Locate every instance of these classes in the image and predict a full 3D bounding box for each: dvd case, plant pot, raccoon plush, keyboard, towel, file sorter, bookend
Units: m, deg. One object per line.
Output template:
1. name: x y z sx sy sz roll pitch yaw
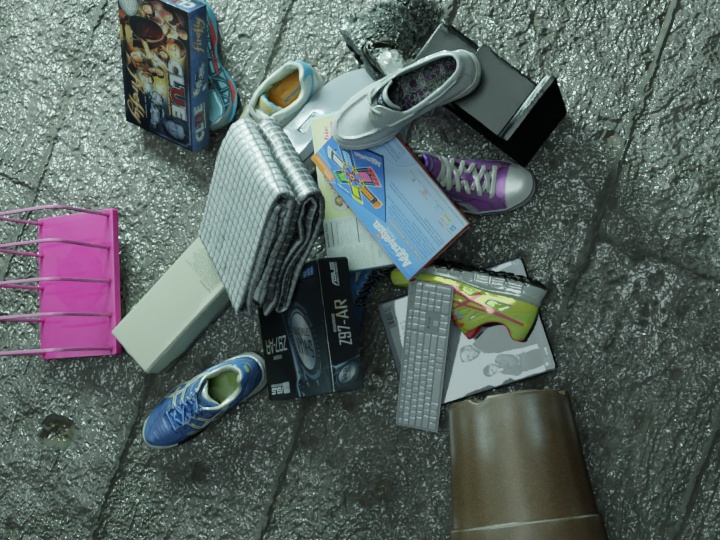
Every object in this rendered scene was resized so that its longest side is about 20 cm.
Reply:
1. dvd case: 0.136 0.085 1.366 0.198 0.025 0.152 -19 81 12
2. plant pot: 0.188 0.252 1.263 0.198 0.200 0.200 -11 76 12
3. raccoon plush: 0.063 -0.300 1.343 0.134 0.097 0.200 -37 38 0
4. keyboard: 0.080 0.109 1.326 0.056 0.011 0.202 12 112 18
5. towel: -0.119 -0.063 1.301 0.166 0.085 0.201 57 140 40
6. file sorter: -0.421 0.017 1.440 0.138 0.125 0.202 -5 84 27
7. bookend: 0.143 -0.234 1.300 0.200 0.199 0.092 40 97 14

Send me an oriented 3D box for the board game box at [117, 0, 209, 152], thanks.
1. board game box: -0.262 -0.273 1.412 0.135 0.035 0.201 26 130 28

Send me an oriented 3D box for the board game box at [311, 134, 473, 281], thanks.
1. board game box: 0.035 -0.096 1.269 0.103 0.019 0.200 -43 74 17

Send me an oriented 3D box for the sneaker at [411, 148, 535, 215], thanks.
1. sneaker: 0.119 -0.114 1.341 0.199 0.114 0.073 3 85 12

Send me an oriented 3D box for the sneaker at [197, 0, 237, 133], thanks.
1. sneaker: -0.231 -0.285 1.447 0.079 0.095 0.202 -19 81 12

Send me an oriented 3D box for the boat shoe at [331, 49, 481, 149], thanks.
1. boat shoe: 0.042 -0.196 1.216 0.199 0.068 0.073 -17 83 28

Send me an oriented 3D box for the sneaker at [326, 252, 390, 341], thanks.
1. sneaker: 0.000 0.000 1.378 0.088 0.079 0.202 5 86 16

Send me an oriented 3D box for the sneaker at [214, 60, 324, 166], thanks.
1. sneaker: -0.133 -0.200 1.425 0.076 0.081 0.201 39 96 12

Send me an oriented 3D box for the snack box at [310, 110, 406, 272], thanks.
1. snack box: 0.006 -0.102 1.315 0.115 0.037 0.202 -8 87 26

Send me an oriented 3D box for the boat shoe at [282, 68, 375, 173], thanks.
1. boat shoe: -0.041 -0.186 1.409 0.071 0.070 0.200 31 68 32

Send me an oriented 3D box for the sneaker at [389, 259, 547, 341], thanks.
1. sneaker: 0.127 0.039 1.322 0.198 0.078 0.091 13 99 19

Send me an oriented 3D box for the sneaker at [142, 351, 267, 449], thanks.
1. sneaker: -0.217 0.172 1.417 0.199 0.077 0.076 -37 80 10

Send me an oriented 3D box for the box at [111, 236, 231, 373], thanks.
1. box: -0.236 0.042 1.436 0.200 0.068 0.082 -45 76 7

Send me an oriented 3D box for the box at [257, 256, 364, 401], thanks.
1. box: -0.068 0.079 1.338 0.043 0.200 0.162 -4 83 -28
